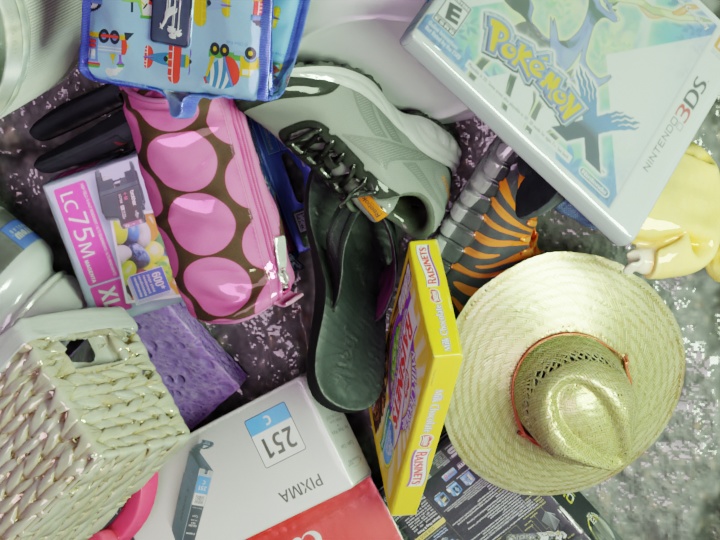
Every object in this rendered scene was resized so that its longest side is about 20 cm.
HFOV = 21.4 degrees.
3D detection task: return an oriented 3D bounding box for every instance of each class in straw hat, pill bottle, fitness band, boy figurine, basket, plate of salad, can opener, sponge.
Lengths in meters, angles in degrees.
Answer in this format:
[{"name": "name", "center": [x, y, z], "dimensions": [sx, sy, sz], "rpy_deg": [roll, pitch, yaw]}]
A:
[{"name": "straw hat", "center": [0.153, 0.094, 1.342], "dimensions": [0.199, 0.085, 0.203], "rpy_deg": [-6, 115, -12]}, {"name": "pill bottle", "center": [-0.313, -0.004, 1.493], "dimensions": [0.199, 0.114, 0.114], "rpy_deg": [38, 117, 1]}, {"name": "fitness band", "center": [-0.244, 0.163, 1.516], "dimensions": [0.199, 0.037, 0.145], "rpy_deg": [-20, 80, 31]}, {"name": "boy figurine", "center": [0.203, -0.048, 1.299], "dimensions": [0.198, 0.125, 0.064], "rpy_deg": [17, 148, -25]}, {"name": "basket", "center": [-0.241, 0.137, 1.416], "dimensions": [0.200, 0.135, 0.124], "rpy_deg": [-43, 73, 25]}, {"name": "plate of salad", "center": [0.021, -0.155, 1.308], "dimensions": [0.198, 0.200, 0.049], "rpy_deg": [-3, 65, 20]}, {"name": "can opener", "center": [-0.179, -0.118, 1.425], "dimensions": [0.199, 0.078, 0.064], "rpy_deg": [-26, 61, 34]}, {"name": "sponge", "center": [-0.193, 0.104, 1.541], "dimensions": [0.200, 0.030, 0.112], "rpy_deg": [-41, 94, 26]}]

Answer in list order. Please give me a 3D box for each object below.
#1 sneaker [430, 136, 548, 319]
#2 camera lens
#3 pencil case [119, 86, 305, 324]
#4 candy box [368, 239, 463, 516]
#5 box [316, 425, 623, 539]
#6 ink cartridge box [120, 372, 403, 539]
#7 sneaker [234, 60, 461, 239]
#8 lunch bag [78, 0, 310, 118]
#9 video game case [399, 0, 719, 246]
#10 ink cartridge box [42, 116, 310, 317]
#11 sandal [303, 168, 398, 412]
[{"name": "sneaker", "center": [0.120, -0.029, 1.369], "dimensions": [0.111, 0.078, 0.201], "rpy_deg": [32, 127, 0]}, {"name": "camera lens", "center": [-0.279, -0.190, 1.363], "dimensions": [0.158, 0.200, 0.162], "rpy_deg": [6, 112, 16]}, {"name": "pencil case", "center": [-0.103, -0.063, 1.345], "dimensions": [0.093, 0.091, 0.201], "rpy_deg": [16, 134, 43]}, {"name": "candy box", "center": [0.038, 0.081, 1.376], "dimensions": [0.026, 0.103, 0.201], "rpy_deg": [-4, 141, -13]}, {"name": "box", "center": [0.078, 0.215, 1.481], "dimensions": [0.161, 0.049, 0.200], "rpy_deg": [47, 116, 0]}, {"name": "ink cartridge box", "center": [-0.078, 0.197, 1.483], "dimensions": [0.199, 0.045, 0.177], "rpy_deg": [-28, 87, 24]}, {"name": "sneaker", "center": [-0.006, -0.084, 1.316], "dimensions": [0.199, 0.080, 0.074], "rpy_deg": [25, 152, -38]}, {"name": "lunch bag", "center": [-0.104, -0.198, 1.235], "dimensions": [0.149, 0.094, 0.202], "rpy_deg": [9, 93, 26]}, {"name": "video game case", "center": [0.143, -0.147, 1.241], "dimensions": [0.200, 0.183, 0.022], "rpy_deg": [41, 152, -13]}, {"name": "ink cartridge box", "center": [-0.129, -0.042, 1.443], "dimensions": [0.198, 0.042, 0.120], "rpy_deg": [-17, 102, 11]}, {"name": "sandal", "center": [0.001, 0.001, 1.376], "dimensions": [0.048, 0.075, 0.203], "rpy_deg": [-24, 63, 56]}]
